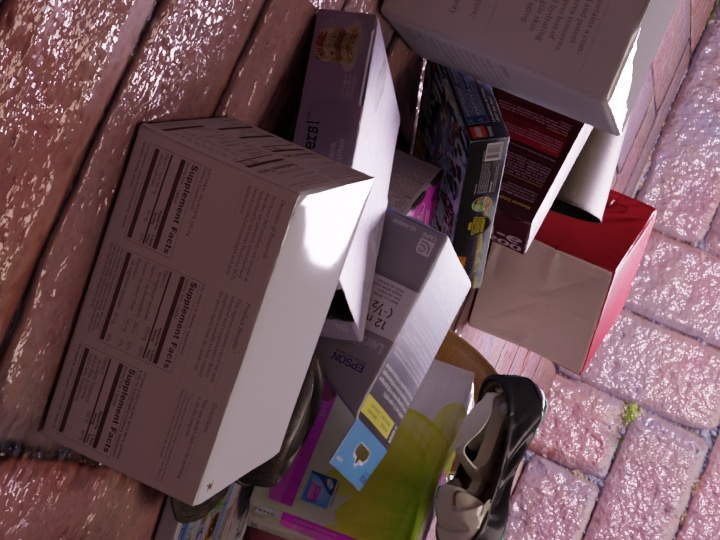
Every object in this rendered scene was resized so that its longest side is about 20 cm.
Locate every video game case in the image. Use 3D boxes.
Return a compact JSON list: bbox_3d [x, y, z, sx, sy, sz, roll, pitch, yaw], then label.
[{"bbox_3d":[-0.122,0.193,1.481,0.200,0.018,0.144,-33,144,-68],"label":"video game case"}]

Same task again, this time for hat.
[{"bbox_3d":[-0.074,0.101,1.345,0.200,0.080,0.203,15,90,-75],"label":"hat"}]

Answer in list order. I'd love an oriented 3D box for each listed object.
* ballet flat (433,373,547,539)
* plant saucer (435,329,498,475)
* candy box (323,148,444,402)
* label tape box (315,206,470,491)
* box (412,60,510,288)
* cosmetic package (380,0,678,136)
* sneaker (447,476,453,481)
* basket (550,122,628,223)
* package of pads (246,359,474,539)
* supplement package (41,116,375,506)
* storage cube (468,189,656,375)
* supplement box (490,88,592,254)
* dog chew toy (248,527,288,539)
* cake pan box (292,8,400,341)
[{"bbox_3d":[0.098,0.179,1.535,0.073,0.072,0.202,66,45,-72],"label":"ballet flat"},{"bbox_3d":[0.057,0.124,1.713,0.036,0.200,0.200,-57,175,37],"label":"plant saucer"},{"bbox_3d":[0.000,0.000,1.553,0.200,0.061,0.137,-50,158,-50],"label":"candy box"},{"bbox_3d":[0.012,0.067,1.452,0.201,0.066,0.143,-61,163,-9],"label":"label tape box"},{"bbox_3d":[0.086,-0.097,1.621,0.201,0.039,0.138,97,-18,-49],"label":"box"},{"bbox_3d":[0.148,-0.232,1.457,0.169,0.199,0.166,-66,167,0],"label":"cosmetic package"},{"bbox_3d":[0.048,0.159,1.976,0.078,0.098,0.202,-13,98,-78],"label":"sneaker"},{"bbox_3d":[0.255,-0.175,2.139,0.202,0.135,0.180,-70,162,-2],"label":"basket"},{"bbox_3d":[0.006,0.156,1.575,0.068,0.153,0.201,101,10,-57],"label":"package of pads"},{"bbox_3d":[-0.091,0.019,1.118,0.202,0.110,0.156,-70,166,12],"label":"supplement package"},{"bbox_3d":[0.264,-0.006,2.357,0.180,0.170,0.201,-48,158,-51],"label":"storage cube"},{"bbox_3d":[0.171,-0.125,1.922,0.201,0.108,0.061,-58,165,-31],"label":"supplement box"},{"bbox_3d":[-0.007,0.225,1.678,0.199,0.124,0.125,-32,148,-32],"label":"dog chew toy"},{"bbox_3d":[-0.014,-0.061,1.315,0.184,0.052,0.202,64,34,-71],"label":"cake pan box"}]
